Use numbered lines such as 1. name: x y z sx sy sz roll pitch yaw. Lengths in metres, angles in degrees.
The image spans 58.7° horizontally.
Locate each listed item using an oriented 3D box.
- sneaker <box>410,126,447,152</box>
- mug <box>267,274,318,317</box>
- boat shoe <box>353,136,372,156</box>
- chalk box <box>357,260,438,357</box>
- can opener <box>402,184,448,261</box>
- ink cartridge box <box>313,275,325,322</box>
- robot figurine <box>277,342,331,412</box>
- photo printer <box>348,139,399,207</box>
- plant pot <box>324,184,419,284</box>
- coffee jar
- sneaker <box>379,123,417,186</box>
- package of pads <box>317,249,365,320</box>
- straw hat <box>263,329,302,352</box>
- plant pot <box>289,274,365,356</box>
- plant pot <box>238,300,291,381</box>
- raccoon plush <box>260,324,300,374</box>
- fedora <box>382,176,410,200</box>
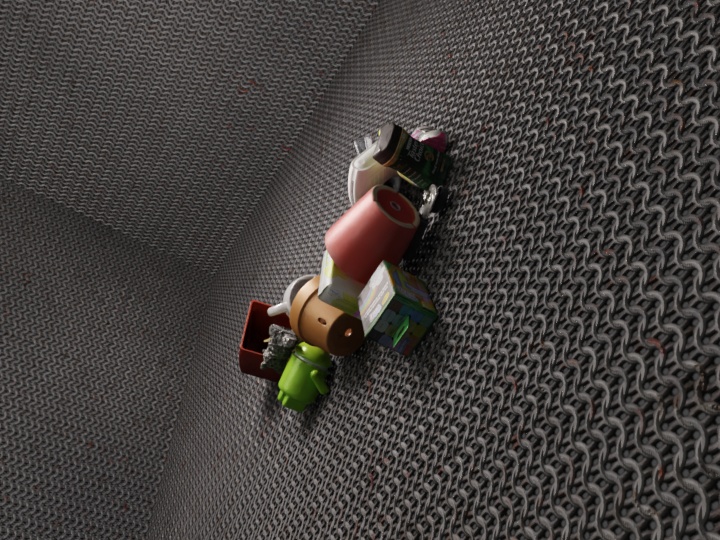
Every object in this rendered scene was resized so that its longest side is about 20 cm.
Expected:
1. sneaker: 0.179 -0.359 1.754 0.199 0.080 0.090 -4 64 67
2. mug: -0.195 0.104 2.002 0.175 0.197 0.150 159 94 -71
3. boat shoe: 0.020 -0.306 1.975 0.072 0.066 0.204 -84 -17 -79
4. chalk box: 0.082 0.095 1.409 0.125 0.122 0.201 -55 23 21
5. can opener: 0.160 -0.115 1.576 0.054 0.066 0.203 -112 38 -58
6. ink cartridge box: -0.091 0.081 1.787 0.118 0.067 0.199 -62 -19 8
7. robot figurine: -0.154 0.288 1.784 0.203 0.114 0.175 -65 26 -2
8. photo printer: 0.040 -0.274 1.823 0.200 0.069 0.168 -43 -30 -30
9. plant pot: 0.040 -0.094 1.548 0.178 0.198 0.202 -52 23 32
10. coffee jar: 0.128 -0.286 1.622 0.085 0.198 0.106 -22 45 61
11. sneaker: 0.110 -0.303 1.731 0.078 0.202 0.090 -34 3 -9
12. package of pads: -0.008 0.041 1.583 0.068 0.198 0.156 -44 28 38
13. straw hat: -0.199 0.230 1.982 0.200 0.198 0.087 -17 90 64
14. plant pot: -0.066 0.128 1.660 0.140 0.198 0.202 36 101 44
15. plant pot: -0.306 0.253 2.121 0.202 0.197 0.177 -84 18 -44
16. raccoon plush: -0.236 0.233 1.797 0.200 0.095 0.136 3 -72 -89
17. fedora: 0.081 -0.150 1.740 0.201 0.091 0.202 -50 22 28
